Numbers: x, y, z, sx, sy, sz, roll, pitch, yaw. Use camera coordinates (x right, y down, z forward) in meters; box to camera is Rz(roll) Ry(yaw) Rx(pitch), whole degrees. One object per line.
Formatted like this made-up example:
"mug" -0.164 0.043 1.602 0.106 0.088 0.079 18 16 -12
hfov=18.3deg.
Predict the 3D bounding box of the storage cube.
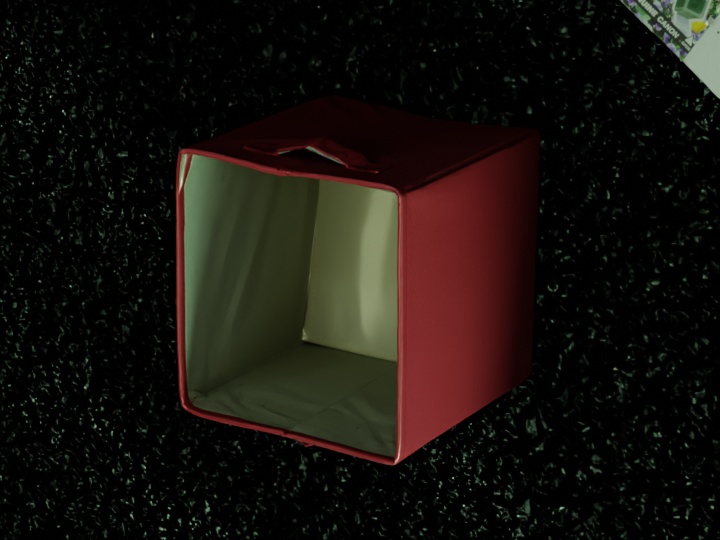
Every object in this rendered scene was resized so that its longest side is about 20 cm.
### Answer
"storage cube" 0.000 0.000 1.434 0.170 0.179 0.202 11 112 31

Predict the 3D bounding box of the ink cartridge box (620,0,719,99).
"ink cartridge box" 0.248 -0.199 1.283 0.109 0.050 0.200 46 125 14
